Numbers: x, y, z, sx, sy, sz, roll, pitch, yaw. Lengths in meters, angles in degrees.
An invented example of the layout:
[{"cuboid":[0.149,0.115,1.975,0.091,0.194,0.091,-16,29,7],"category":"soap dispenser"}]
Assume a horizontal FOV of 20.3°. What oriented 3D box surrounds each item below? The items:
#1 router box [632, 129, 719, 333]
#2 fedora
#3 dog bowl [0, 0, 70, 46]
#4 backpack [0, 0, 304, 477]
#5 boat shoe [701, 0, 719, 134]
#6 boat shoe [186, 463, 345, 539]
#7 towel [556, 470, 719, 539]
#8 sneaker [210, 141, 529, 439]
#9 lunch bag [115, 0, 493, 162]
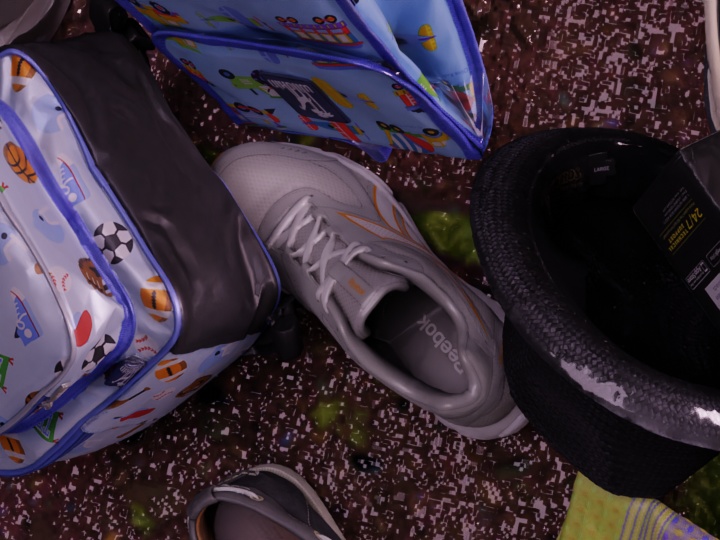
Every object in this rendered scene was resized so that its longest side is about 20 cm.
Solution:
[{"cuboid":[0.232,-0.014,0.828,0.199,0.051,0.150,-24,72,-29],"category":"router box"},{"cuboid":[0.120,0.028,0.881,0.200,0.200,0.092,37,129,18],"category":"fedora"},{"cuboid":[-0.236,-0.175,1.062,0.198,0.059,0.202,-2,84,18],"category":"dog bowl"},{"cuboid":[-0.152,0.006,0.958,0.191,0.153,0.201,-46,67,44],"category":"backpack"},{"cuboid":[0.185,-0.141,0.914,0.071,0.063,0.202,2,84,21],"category":"boat shoe"},{"cuboid":[-0.007,0.176,0.944,0.072,0.068,0.200,-45,77,8],"category":"boat shoe"},{"cuboid":[0.145,0.189,0.853,0.200,0.023,0.145,36,115,32],"category":"towel"},{"cuboid":[0.000,0.000,0.946,0.200,0.092,0.076,37,96,19],"category":"sneaker"},{"cuboid":[-0.029,-0.123,0.921,0.150,0.200,0.094,8,59,36],"category":"lunch bag"}]
